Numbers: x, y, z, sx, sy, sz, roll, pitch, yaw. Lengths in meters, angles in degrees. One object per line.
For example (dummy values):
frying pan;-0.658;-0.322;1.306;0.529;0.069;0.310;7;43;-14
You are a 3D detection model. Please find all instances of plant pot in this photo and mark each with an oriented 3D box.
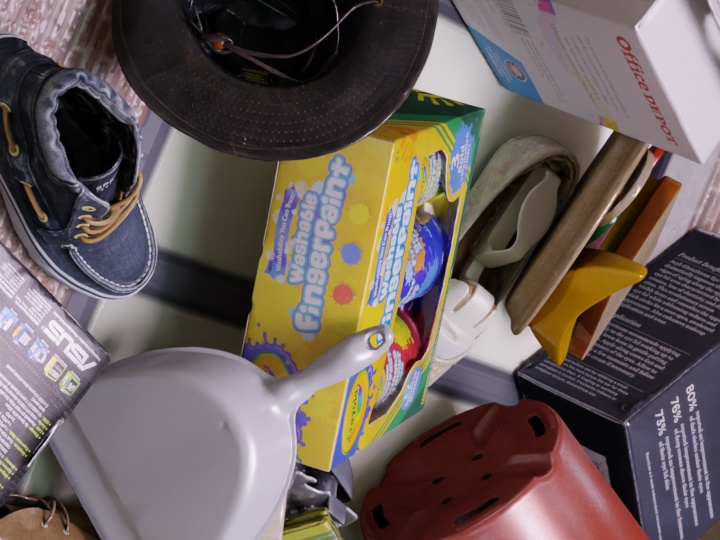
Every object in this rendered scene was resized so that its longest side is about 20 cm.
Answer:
plant pot;0.108;0.203;1.749;0.201;0.201;0.195;-42;115;-24

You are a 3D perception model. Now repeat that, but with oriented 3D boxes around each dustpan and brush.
dustpan and brush;-0.069;0.086;1.516;0.200;0.140;0.057;-33;172;24

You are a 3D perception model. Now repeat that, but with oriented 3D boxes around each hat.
hat;-0.047;-0.153;1.497;0.201;0.201;0.081;-57;178;-9

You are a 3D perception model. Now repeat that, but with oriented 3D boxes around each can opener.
can opener;-0.065;0.105;1.650;0.200;0.053;0.067;47;42;-46

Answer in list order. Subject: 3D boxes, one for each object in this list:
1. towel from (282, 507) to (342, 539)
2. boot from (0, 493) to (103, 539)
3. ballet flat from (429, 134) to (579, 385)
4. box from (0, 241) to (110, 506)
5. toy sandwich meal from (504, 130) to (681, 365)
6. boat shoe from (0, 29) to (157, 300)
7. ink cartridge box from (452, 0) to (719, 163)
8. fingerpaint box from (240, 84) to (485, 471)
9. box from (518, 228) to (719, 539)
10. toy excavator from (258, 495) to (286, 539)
towel;-0.017;0.237;1.705;0.200;0.086;0.018;62;23;-28
boot;-0.172;0.157;1.543;0.200;0.074;0.076;-25;115;-33
ballet flat;0.073;-0.003;1.715;0.067;0.062;0.200;36;80;-29
box;-0.252;0.056;1.395;0.193;0.048;0.200;-53;126;-17
toy sandwich meal;0.163;-0.022;1.732;0.205;0.070;0.205;-57;179;-1
boat shoe;-0.148;-0.042;1.452;0.071;0.091;0.200;-49;136;-17
ink cartridge box;0.170;-0.167;1.636;0.125;0.200;0.129;-50;137;-16
fingerpaint box;0.000;0.000;1.591;0.167;0.073;0.200;-24;128;-67
box;0.222;0.091;1.883;0.200;0.104;0.148;-36;131;-30
toy excavator;-0.072;0.214;1.623;0.194;0.100;0.200;91;3;-82
